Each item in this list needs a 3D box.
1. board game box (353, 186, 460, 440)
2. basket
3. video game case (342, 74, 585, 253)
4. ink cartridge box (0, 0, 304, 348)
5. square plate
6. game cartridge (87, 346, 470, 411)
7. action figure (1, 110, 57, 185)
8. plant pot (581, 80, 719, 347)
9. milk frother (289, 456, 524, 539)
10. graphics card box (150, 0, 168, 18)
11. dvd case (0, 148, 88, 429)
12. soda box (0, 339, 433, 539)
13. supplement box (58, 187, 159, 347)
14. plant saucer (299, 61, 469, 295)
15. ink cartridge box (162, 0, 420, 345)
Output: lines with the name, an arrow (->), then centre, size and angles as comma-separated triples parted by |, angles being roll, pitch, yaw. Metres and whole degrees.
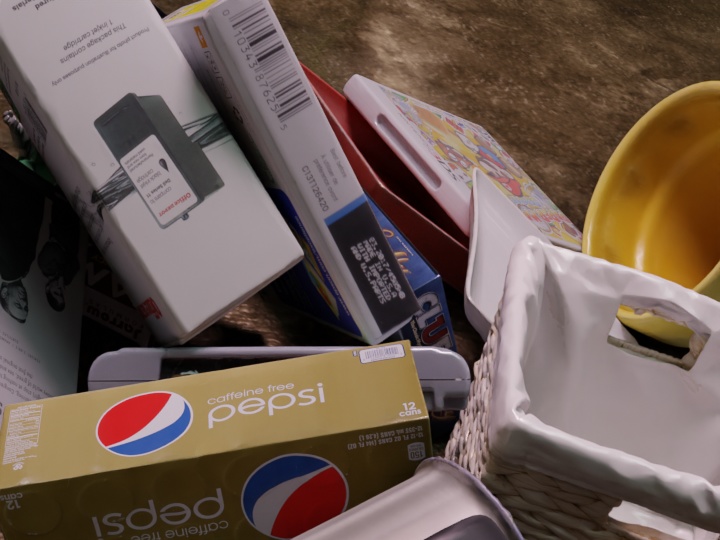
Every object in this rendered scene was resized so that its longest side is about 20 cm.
board game box -> 0.000, 0.000, 0.899 | 0.034, 0.136, 0.200 | -28, 46, -12
basket -> 0.148, 0.117, 0.756 | 0.196, 0.162, 0.201 | 19, 28, -1
video game case -> 0.095, -0.079, 1.129 | 0.199, 0.023, 0.182 | 14, 32, -52
ink cartridge box -> -0.125, -0.063, 0.759 | 0.083, 0.202, 0.146 | -32, 4, -14
square plate -> 0.134, 0.043, 0.946 | 0.200, 0.028, 0.199 | 45, 24, -17
game cartridge -> -0.039, 0.060, 0.756 | 0.197, 0.041, 0.133 | 0, -8, 2
action figure -> -0.208, -0.097, 0.953 | 0.117, 0.055, 0.200 | -24, 11, -15
plant pot -> 0.311, -0.020, 1.093 | 0.187, 0.202, 0.202 | 25, 24, -26
milk frother -> 0.003, 0.201, 0.514 | 0.186, 0.180, 0.202 | -23, 90, -21
graphics card box -> -0.150, -0.149, 1.019 | 0.125, 0.051, 0.200 | 26, -8, 38
dvd case -> -0.209, 0.008, 0.725 | 0.150, 0.025, 0.202 | 40, 33, -39
soda box -> -0.066, 0.091, 0.635 | 0.197, 0.069, 0.064 | -9, 32, -2
supplement box -> -0.139, -0.032, 0.935 | 0.108, 0.061, 0.200 | 25, 29, 7
plant saucer -> 0.032, -0.057, 1.050 | 0.199, 0.037, 0.201 | 34, 15, -39
ink cartridge box -> -0.058, -0.062, 0.797 | 0.047, 0.199, 0.200 | -33, 17, -13
